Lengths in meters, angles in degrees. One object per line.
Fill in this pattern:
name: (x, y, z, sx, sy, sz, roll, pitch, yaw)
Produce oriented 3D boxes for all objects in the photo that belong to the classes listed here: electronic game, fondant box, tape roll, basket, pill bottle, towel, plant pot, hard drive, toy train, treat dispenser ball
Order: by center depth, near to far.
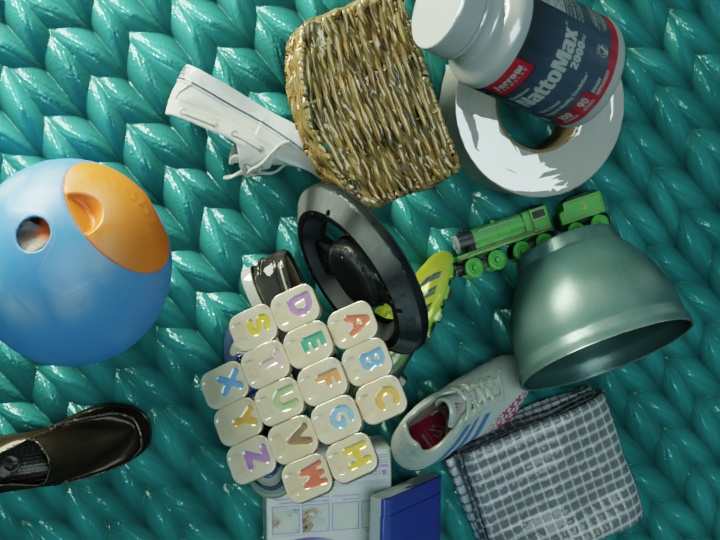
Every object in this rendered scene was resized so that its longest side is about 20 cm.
treat dispenser ball: (-0.285, -0.007, 1.070, 0.197, 0.201, 0.205, -1, 96, -11)
pill bottle: (0.154, -0.228, 1.080, 0.197, 0.119, 0.122, 16, 92, -30)
electronic game: (0.000, 0.000, 1.123, 0.041, 0.199, 0.202, -34, 101, -23)
basket: (-0.005, -0.167, 1.132, 0.141, 0.149, 0.203, -23, 100, -11)
plant pot: (0.248, 0.033, 1.200, 0.197, 0.201, 0.136, -15, 71, -9)
tape roll: (0.191, -0.185, 1.213, 0.198, 0.071, 0.207, -1, 96, -11)
hard drive: (0.050, 0.341, 1.215, 0.025, 0.131, 0.204, 3, 94, 32)
fondant box: (-0.038, 0.294, 1.223, 0.141, 0.058, 0.204, -2, 95, -11)
toy train: (0.193, -0.043, 1.245, 0.197, 0.042, 0.057, -18, 89, -9)
towel: (0.214, 0.245, 1.254, 0.197, 0.086, 0.168, -22, 99, -8)

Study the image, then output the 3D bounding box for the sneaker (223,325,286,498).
sneaker: (-0.101, 0.134, 1.150, 0.074, 0.088, 0.203, -13, 71, -5)

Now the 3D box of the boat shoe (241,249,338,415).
boat shoe: (-0.058, 0.074, 1.176, 0.060, 0.074, 0.202, -29, 85, 14)

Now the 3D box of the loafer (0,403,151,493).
loafer: (-0.317, 0.198, 1.150, 0.197, 0.071, 0.074, -16, 99, -9)

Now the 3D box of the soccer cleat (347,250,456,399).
soccer cleat: (0.039, 0.060, 1.213, 0.083, 0.065, 0.202, 29, 87, 1)

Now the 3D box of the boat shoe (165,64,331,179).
boat shoe: (-0.118, -0.131, 1.156, 0.200, 0.075, 0.087, 30, 89, -11)

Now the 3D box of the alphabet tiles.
alphabet tiles: (-0.059, 0.122, 1.088, 0.193, 0.015, 0.203, -23, 76, 5)

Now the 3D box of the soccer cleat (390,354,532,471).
soccer cleat: (0.119, 0.151, 1.204, 0.199, 0.087, 0.070, -34, 68, -21)
